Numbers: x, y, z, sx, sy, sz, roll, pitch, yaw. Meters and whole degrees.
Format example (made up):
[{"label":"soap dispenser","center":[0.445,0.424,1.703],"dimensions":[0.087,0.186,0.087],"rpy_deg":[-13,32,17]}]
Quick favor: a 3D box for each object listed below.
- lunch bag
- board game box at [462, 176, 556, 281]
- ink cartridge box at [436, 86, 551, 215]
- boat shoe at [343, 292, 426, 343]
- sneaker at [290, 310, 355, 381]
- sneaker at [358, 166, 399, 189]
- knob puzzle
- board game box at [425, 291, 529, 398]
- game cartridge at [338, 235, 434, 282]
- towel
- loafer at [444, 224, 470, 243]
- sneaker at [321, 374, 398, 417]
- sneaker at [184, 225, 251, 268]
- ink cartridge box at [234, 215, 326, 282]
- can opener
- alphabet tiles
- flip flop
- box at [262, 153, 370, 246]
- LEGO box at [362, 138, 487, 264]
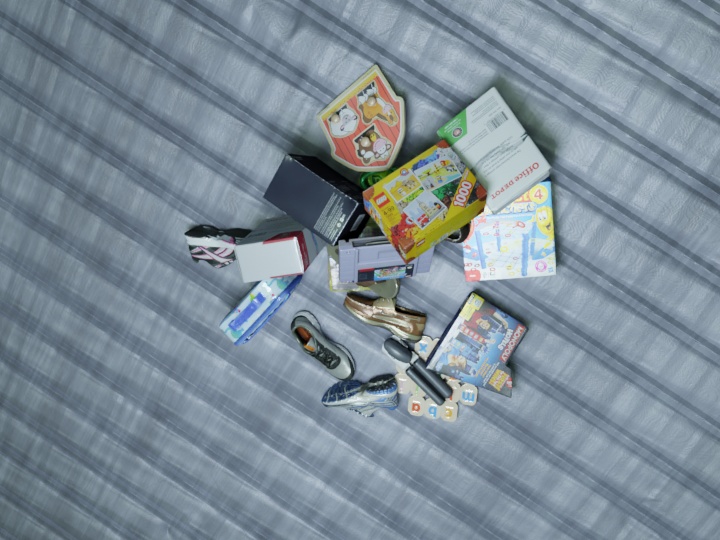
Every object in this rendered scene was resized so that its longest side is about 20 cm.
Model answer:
[{"label":"lunch bag","center":[-0.227,0.073,1.677],"dimensions":[0.082,0.161,0.200],"rpy_deg":[44,110,-3]},{"label":"board game box","center":[0.310,-0.086,1.556],"dimensions":[0.195,0.056,0.201],"rpy_deg":[-5,105,15]},{"label":"ink cartridge box","center":[0.268,-0.234,1.472],"dimensions":[0.145,0.083,0.202],"rpy_deg":[-34,80,11]},{"label":"boat shoe","center":[0.059,0.091,1.667],"dimensions":[0.196,0.076,0.075],"rpy_deg":[24,105,-3]},{"label":"sneaker","center":[-0.094,0.188,1.724],"dimensions":[0.200,0.079,0.074],"rpy_deg":[45,109,-4]},{"label":"sneaker","center":[0.090,-0.188,1.564],"dimensions":[0.195,0.084,0.076],"rpy_deg":[-5,105,14]},{"label":"knob puzzle","center":[0.011,-0.298,1.540],"dimensions":[0.215,0.030,0.226],"rpy_deg":[-1,88,26]},{"label":"board game box","center":[0.278,0.179,1.634],"dimensions":[0.197,0.062,0.202],"rpy_deg":[32,102,-1]},{"label":"game cartridge","center":[0.052,-0.025,1.508],"dimensions":[0.195,0.039,0.131],"rpy_deg":[-6,145,-5]},{"label":"towel","center":[-0.010,-0.048,1.663],"dimensions":[0.140,0.023,0.205],"rpy_deg":[4,107,13]},{"label":"loafer","center":[0.136,-0.120,1.501],"dimensions":[0.197,0.071,0.074],"rpy_deg":[27,103,3]},{"label":"sneaker","center":[0.000,0.312,1.741],"dimensions":[0.196,0.077,0.087],"rpy_deg":[-10,115,22]},{"label":"sneaker","center":[-0.312,-0.047,1.718],"dimensions":[0.195,0.081,0.088],"rpy_deg":[10,121,19]},{"label":"ink cartridge box","center":[-0.168,-0.055,1.605],"dimensions":[0.142,0.200,0.085],"rpy_deg":[-8,108,16]},{"label":"can opener","center":[0.125,0.231,1.675],"dimensions":[0.200,0.067,0.053],"rpy_deg":[45,110,0]},{"label":"alphabet tiles","center":[0.177,0.251,1.711],"dimensions":[0.195,0.015,0.201],"rpy_deg":[8,105,11]},{"label":"flip flop","center":[0.000,0.000,1.603],"dimensions":[0.198,0.057,0.082],"rpy_deg":[35,131,15]},{"label":"box","center":[-0.077,-0.149,1.540],"dimensions":[0.180,0.200,0.105],"rpy_deg":[35,103,8]},{"label":"LEGO box","center":[0.126,-0.135,1.437],"dimensions":[0.198,0.077,0.150],"rpy_deg":[-33,69,-10]}]
